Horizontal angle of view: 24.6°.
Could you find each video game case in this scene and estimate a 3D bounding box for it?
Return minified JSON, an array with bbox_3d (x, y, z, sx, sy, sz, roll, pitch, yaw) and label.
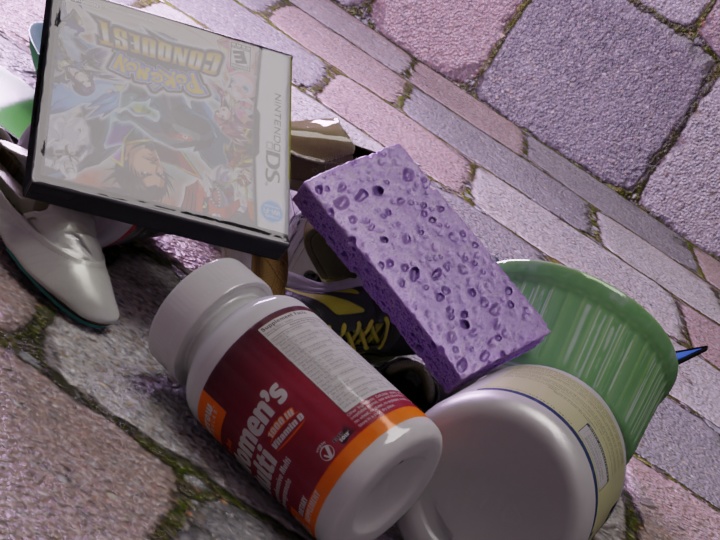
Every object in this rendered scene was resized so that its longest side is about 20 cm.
[{"bbox_3d":[-0.145,-0.111,1.232,0.199,0.026,0.182,14,56,-22],"label":"video game case"}]

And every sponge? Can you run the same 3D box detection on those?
[{"bbox_3d":[0.048,-0.005,1.280,0.111,0.030,0.200,-25,71,-42],"label":"sponge"}]

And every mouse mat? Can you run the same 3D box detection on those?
[{"bbox_3d":[-0.339,-0.167,1.494,0.199,0.008,0.161,35,15,0],"label":"mouse mat"}]

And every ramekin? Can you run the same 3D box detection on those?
[{"bbox_3d":[0.158,0.091,1.393,0.199,0.098,0.201,21,-31,13],"label":"ramekin"}]

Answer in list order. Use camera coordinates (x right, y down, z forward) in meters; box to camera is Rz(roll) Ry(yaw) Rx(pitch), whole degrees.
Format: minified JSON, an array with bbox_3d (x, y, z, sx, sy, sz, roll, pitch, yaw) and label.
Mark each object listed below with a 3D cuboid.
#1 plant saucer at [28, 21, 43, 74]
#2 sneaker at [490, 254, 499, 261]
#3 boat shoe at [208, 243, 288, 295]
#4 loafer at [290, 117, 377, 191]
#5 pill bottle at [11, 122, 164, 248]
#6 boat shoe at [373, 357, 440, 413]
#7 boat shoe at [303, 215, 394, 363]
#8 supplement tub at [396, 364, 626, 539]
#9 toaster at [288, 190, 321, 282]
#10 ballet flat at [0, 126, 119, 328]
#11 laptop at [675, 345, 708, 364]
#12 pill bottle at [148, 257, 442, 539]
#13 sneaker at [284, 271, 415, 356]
[{"bbox_3d":[-0.245,-0.156,1.569,0.201,0.039,0.201,41,14,-13],"label":"plant saucer"},{"bbox_3d":[0.120,0.022,1.592,0.073,0.082,0.200,11,-7,-24],"label":"sneaker"},{"bbox_3d":[-0.100,-0.045,1.294,0.071,0.069,0.201,57,25,-57],"label":"boat shoe"},{"bbox_3d":[-0.043,-0.103,1.409,0.199,0.068,0.076,24,18,-28],"label":"loafer"},{"bbox_3d":[-0.187,-0.081,1.335,0.114,0.114,0.200,36,15,10],"label":"pill bottle"},{"bbox_3d":[0.035,0.104,1.323,0.072,0.066,0.201,35,15,5],"label":"boat shoe"},{"bbox_3d":[0.000,0.000,1.387,0.201,0.074,0.069,76,13,-50],"label":"boat shoe"},{"bbox_3d":[0.115,0.147,1.207,0.145,0.145,0.200,37,15,12],"label":"supplement tub"},{"bbox_3d":[-0.002,-0.006,1.505,0.199,0.114,0.129,29,19,-11],"label":"toaster"},{"bbox_3d":[-0.235,-0.040,1.202,0.200,0.070,0.069,43,17,28],"label":"ballet flat"},{"bbox_3d":[0.187,0.063,1.530,0.200,0.104,0.177,42,-33,-23],"label":"laptop"},{"bbox_3d":[-0.048,0.087,1.114,0.200,0.110,0.109,41,16,26],"label":"pill bottle"},{"bbox_3d":[-0.023,0.050,1.313,0.198,0.075,0.085,4,32,-1],"label":"sneaker"}]
